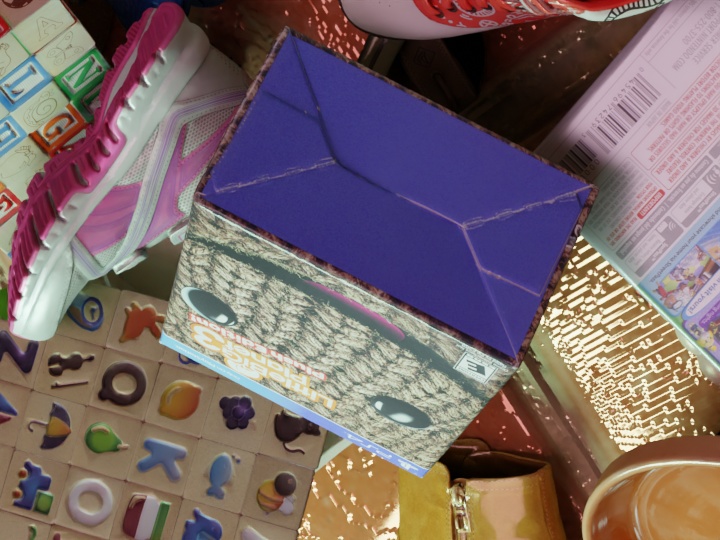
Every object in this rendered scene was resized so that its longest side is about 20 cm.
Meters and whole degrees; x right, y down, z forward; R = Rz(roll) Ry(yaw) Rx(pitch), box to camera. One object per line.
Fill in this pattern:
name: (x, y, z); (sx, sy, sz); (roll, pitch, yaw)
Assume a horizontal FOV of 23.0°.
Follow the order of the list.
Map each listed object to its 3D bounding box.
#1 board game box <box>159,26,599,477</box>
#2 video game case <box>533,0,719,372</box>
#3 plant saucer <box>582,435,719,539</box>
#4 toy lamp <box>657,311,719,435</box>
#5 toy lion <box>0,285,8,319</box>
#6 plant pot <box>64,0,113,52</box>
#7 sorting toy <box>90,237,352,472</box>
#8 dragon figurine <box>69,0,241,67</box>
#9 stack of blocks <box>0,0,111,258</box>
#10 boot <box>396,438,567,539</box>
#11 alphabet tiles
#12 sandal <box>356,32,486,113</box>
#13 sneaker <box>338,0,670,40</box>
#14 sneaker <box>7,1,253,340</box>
board game box: (0.000, 0.000, 0.849); (0.159, 0.097, 0.200); (27, 157, 1)
video game case: (0.197, -0.054, 0.782); (0.182, 0.022, 0.200); (45, 112, 11)
plant saucer: (0.205, 0.145, 0.852); (0.199, 0.032, 0.201); (22, 145, 16)
toy lamp: (0.160, 0.026, 0.857); (0.058, 0.058, 0.200); (-41, 82, 40)
toy lion: (-0.184, 0.108, 1.052); (0.069, 0.191, 0.200); (-37, 86, 40)
plant pot: (-0.272, -0.160, 0.992); (0.186, 0.200, 0.187); (14, 117, 30)
sorting toy: (-0.060, 0.041, 1.001); (0.179, 0.107, 0.201); (-25, 83, 27)
dragon figurine: (-0.101, -0.169, 0.954); (0.099, 0.059, 0.201); (29, 129, 20)
stack of blocks: (-0.192, -0.088, 0.972); (0.059, 0.115, 0.200); (49, 176, 22)
boot: (0.035, 0.169, 1.010); (0.200, 0.071, 0.145); (-7, 100, 34)
alphabet tiles: (-0.122, 0.098, 0.963); (0.199, 0.006, 0.167); (14, 83, 11)
sandal: (0.037, -0.111, 0.873); (0.057, 0.080, 0.202); (26, 124, 8)
sneaker: (0.065, -0.136, 0.751); (0.200, 0.108, 0.068); (-5, 100, 23)
sneaker: (-0.119, -0.037, 0.936); (0.088, 0.081, 0.200); (28, 111, -25)
